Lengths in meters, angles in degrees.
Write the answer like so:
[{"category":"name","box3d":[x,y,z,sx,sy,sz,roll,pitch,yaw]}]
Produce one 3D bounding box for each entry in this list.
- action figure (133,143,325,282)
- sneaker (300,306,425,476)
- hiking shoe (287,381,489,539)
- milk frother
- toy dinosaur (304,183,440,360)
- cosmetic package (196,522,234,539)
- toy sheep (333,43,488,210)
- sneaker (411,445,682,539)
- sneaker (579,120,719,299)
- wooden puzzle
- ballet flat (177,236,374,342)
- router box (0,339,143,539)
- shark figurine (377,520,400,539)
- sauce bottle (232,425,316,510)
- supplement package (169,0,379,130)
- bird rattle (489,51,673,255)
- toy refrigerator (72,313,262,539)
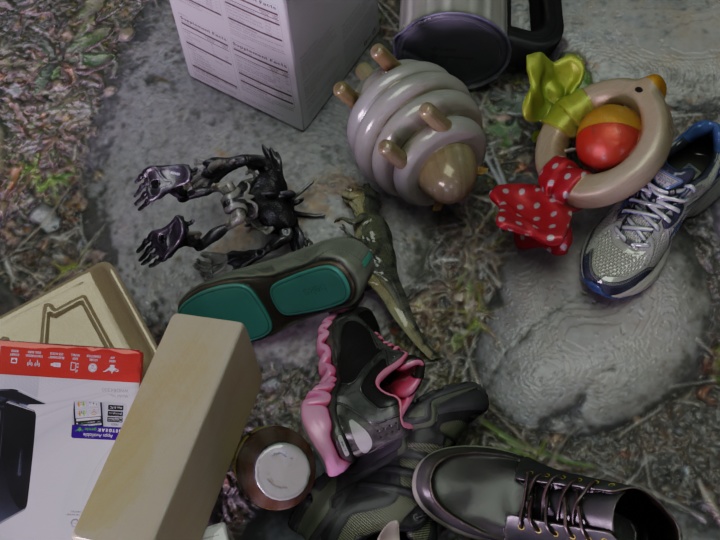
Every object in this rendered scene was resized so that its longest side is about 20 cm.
[{"category":"action figure","box3d":[-0.124,-0.054,1.124,0.101,0.199,0.121,-18,82,36]},{"category":"sneaker","box3d":[0.012,0.086,1.004,0.094,0.080,0.201,-23,24,15]},{"category":"hiking shoe","box3d":[0.040,0.176,1.014,0.199,0.076,0.101,-37,81,-14]},{"category":"milk frother","box3d":[0.124,-0.311,1.206,0.177,0.201,0.191,2,60,1]},{"category":"toy dinosaur","box3d":[0.000,0.000,1.126,0.087,0.048,0.202,-14,63,-11]},{"category":"cosmetic package","box3d":[-0.114,0.308,0.920,0.084,0.108,0.202,-14,61,-3]},{"category":"toy sheep","box3d":[0.046,-0.136,1.150,0.136,0.139,0.201,-24,55,-9]},{"category":"sneaker","box3d":[0.143,0.174,0.945,0.197,0.106,0.076,15,72,-6]},{"category":"sneaker","box3d":[0.265,-0.063,1.115,0.077,0.086,0.200,33,68,21]},{"category":"wooden puzzle","box3d":[-0.251,0.119,1.024,0.198,0.046,0.187,-30,80,-9]},{"category":"ballet flat","box3d":[-0.073,0.018,1.093,0.198,0.068,0.064,-15,21,31]},{"category":"router box","box3d":[-0.272,0.147,0.949,0.197,0.049,0.182,4,77,-14]},{"category":"shark figurine","box3d":[0.084,0.258,0.955,0.211,0.089,0.130,6,94,17]},{"category":"sauce bottle","box3d":[-0.067,0.152,0.952,0.064,0.200,0.066,1,84,-6]},{"category":"supplement package","box3d":[-0.085,-0.278,1.201,0.149,0.201,0.153,27,64,18]},{"category":"bird rattle","box3d":[0.199,-0.110,1.108,0.161,0.113,0.202,-12,45,34]},{"category":"toy refrigerator","box3d":[-0.143,0.136,0.931,0.069,0.076,0.202,7,51,17]}]
